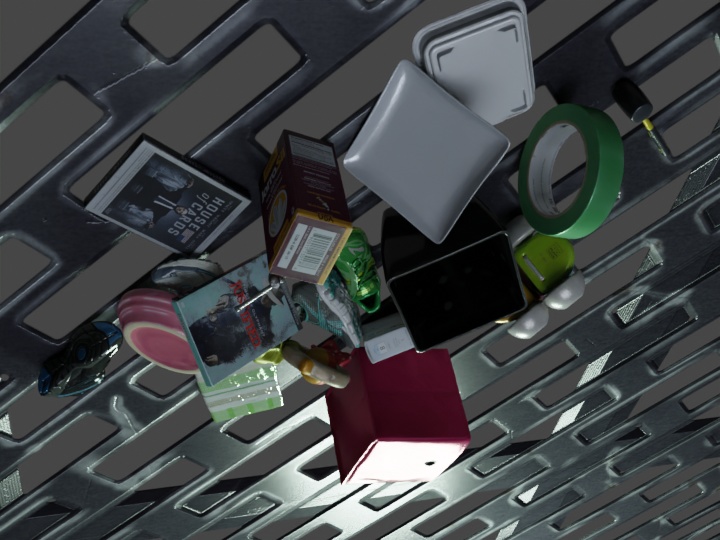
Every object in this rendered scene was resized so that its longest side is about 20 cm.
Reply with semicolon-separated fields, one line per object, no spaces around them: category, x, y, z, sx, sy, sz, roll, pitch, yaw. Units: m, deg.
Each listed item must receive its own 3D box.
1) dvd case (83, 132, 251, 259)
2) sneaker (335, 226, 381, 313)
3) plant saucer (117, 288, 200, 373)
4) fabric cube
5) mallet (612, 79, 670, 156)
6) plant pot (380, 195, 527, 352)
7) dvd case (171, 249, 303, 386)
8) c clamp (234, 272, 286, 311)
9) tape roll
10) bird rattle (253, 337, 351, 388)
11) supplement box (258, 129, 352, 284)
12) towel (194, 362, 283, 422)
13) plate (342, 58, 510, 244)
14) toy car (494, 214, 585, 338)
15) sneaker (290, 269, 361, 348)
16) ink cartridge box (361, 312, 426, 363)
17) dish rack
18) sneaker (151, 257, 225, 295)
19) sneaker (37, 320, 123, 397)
dvd case;-0.283;-0.103;1.270;0.150;0.025;0.199;-41;133;23
sneaker;0.000;0.000;1.427;0.074;0.084;0.201;-30;143;-2
plant saucer;-0.305;0.107;1.389;0.198;0.051;0.202;13;145;9
fabric cube;0.066;0.280;1.645;0.197;0.202;0.197;4;142;-23
mallet;0.470;-0.231;1.387;0.041;0.066;0.199;-38;135;18
plant pot;0.136;-0.023;1.394;0.198;0.179;0.200;-22;138;4
dvd case;-0.189;0.071;1.353;0.199;0.022;0.148;-31;107;-40
c clamp;-0.109;-0.017;1.314;0.169;0.200;0.027;-28;105;9
tape roll;0.317;-0.151;1.312;0.048;0.202;0.202;6;132;-24
bird rattle;-0.084;0.167;1.511;0.199;0.163;0.113;38;88;-33
supplement box;-0.082;-0.093;1.220;0.085;0.201;0.111;14;128;-24
towel;-0.228;0.208;1.611;0.147;0.031;0.201;-12;139;-5
plate;0.094;-0.174;1.255;0.200;0.199;0.032;-57;169;34
toy car;0.299;0.008;1.522;0.200;0.176;0.150;-44;167;24
sneaker;-0.059;0.071;1.511;0.090;0.078;0.201;-12;136;16
ink cartridge box;0.100;0.095;1.525;0.198;0.160;0.048;-23;95;1
dish rack;0.174;-0.282;1.242;0.170;0.044;0.201;-21;138;1
sneaker;-0.237;0.038;1.368;0.198;0.087;0.077;14;156;-30
sneaker;-0.456;0.150;1.441;0.199;0.074;0.082;-34;147;26
